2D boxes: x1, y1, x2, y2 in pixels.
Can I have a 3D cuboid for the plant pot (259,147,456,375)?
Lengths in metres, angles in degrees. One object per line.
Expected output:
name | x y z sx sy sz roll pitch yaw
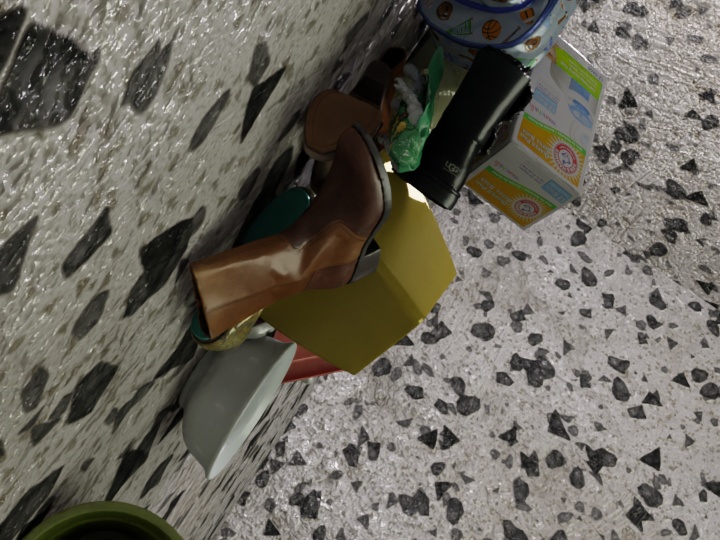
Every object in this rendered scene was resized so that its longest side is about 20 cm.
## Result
plant pot | 0.000 0.000 1.082 0.199 0.177 0.200 -40 -176 36

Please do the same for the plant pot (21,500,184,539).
plant pot | -0.267 0.336 0.908 0.202 0.199 0.190 -56 -172 -18

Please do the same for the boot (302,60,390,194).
boot | -0.025 -0.136 0.975 0.201 0.070 0.147 -53 175 -43

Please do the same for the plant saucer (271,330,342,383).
plant saucer | -0.052 0.083 1.313 0.196 0.037 0.202 -8 140 -32

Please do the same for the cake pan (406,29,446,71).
cake pan | 0.128 -0.336 1.193 0.201 0.037 0.201 -51 -171 11

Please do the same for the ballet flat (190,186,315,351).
ballet flat | -0.107 0.001 0.953 0.202 0.070 0.071 -54 175 -2

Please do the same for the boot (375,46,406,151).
boot | 0.014 -0.167 1.160 0.190 0.068 0.200 -57 174 -9

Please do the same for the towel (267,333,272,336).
towel | -0.124 0.067 1.366 0.201 0.036 0.149 -55 173 -28

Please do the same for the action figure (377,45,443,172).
action figure | 0.050 -0.154 0.909 0.201 0.053 0.120 -80 -172 -62

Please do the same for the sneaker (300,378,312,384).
sneaker | -0.061 0.090 1.418 0.203 0.086 0.075 -62 170 14

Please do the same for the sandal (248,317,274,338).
sandal | -0.103 0.022 1.163 0.203 0.081 0.051 -52 145 -53

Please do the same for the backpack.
backpack | 0.158 -0.322 1.000 0.194 0.197 0.154 -65 151 -3

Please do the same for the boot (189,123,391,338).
boot | -0.073 -0.037 0.847 0.196 0.069 0.190 -20 148 -23

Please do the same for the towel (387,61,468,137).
towel | 0.096 -0.181 1.154 0.146 0.037 0.203 -27 145 -27

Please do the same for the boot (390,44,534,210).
boot | 0.112 -0.156 0.974 0.170 0.076 0.200 -57 -172 5

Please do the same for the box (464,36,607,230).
box | 0.207 -0.169 1.057 0.101 0.111 0.203 -34 -153 52

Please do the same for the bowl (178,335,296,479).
bowl | -0.171 0.156 1.140 0.203 0.089 0.201 -57 175 -7
